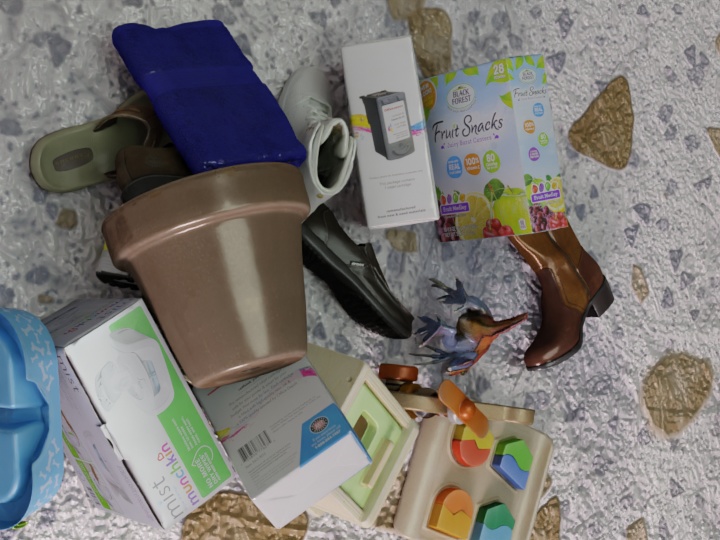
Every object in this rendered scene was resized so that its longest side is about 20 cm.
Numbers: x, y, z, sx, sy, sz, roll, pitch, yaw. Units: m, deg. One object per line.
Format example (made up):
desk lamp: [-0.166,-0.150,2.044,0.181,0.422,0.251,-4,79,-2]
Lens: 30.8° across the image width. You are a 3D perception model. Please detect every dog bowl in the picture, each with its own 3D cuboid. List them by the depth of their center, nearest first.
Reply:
dog bowl: [-0.318,0.128,1.174,0.049,0.111,0.202,-10,99,-56]

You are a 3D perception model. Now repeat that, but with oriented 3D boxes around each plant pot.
plant pot: [-0.128,0.013,1.234,0.199,0.200,0.176,-10,79,-33]

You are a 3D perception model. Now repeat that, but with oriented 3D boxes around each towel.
towel: [-0.158,-0.173,1.348,0.147,0.050,0.201,-12,60,-42]

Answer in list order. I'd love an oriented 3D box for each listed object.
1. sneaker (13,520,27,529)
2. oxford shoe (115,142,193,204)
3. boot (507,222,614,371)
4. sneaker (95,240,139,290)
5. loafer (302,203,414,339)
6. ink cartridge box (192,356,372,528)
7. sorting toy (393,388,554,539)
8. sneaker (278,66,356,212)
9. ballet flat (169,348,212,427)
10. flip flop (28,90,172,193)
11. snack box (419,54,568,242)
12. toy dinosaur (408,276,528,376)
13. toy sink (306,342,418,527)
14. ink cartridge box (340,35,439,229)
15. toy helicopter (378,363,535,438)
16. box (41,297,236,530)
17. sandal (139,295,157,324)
sneaker: [-0.382,0.177,1.229,0.200,0.071,0.083,42,68,-25]
oxford shoe: [-0.167,-0.097,1.341,0.199,0.073,0.085,8,51,-52]
boot: [0.227,0.003,1.647,0.188,0.068,0.201,-42,109,-28]
sneaker: [-0.177,-0.021,1.374,0.199,0.078,0.091,11,75,-35]
loafer: [0.000,0.000,1.491,0.200,0.073,0.072,47,66,-23]
ink cartridge box: [-0.087,0.137,1.292,0.115,0.200,0.068,-34,139,-2]
sorting toy: [0.147,0.261,1.600,0.199,0.036,0.187,26,74,-30]
sneaker: [-0.041,-0.152,1.427,0.073,0.115,0.202,20,61,-28]
ballet flat: [-0.138,0.139,1.394,0.199,0.071,0.070,31,70,-29]
flip flop: [-0.244,-0.135,1.343,0.199,0.057,0.082,-25,101,-32]
snack box: [0.152,-0.140,1.543,0.067,0.168,0.202,-10,93,-36]
toy dinosaur: [0.127,0.086,1.514,0.106,0.199,0.181,-59,142,-6]
toy sink: [-0.021,0.187,1.402,0.131,0.111,0.200,-60,143,-20]
ink cartridge box: [0.032,-0.151,1.469,0.085,0.148,0.202,-10,92,1]
toy helicopter: [0.118,0.157,1.513,0.198,0.132,0.080,9,82,-22]
box: [-0.237,0.135,1.266,0.096,0.176,0.201,-34,105,-30]
sandal: [-0.145,0.064,1.393,0.199,0.082,0.055,31,73,-22]
